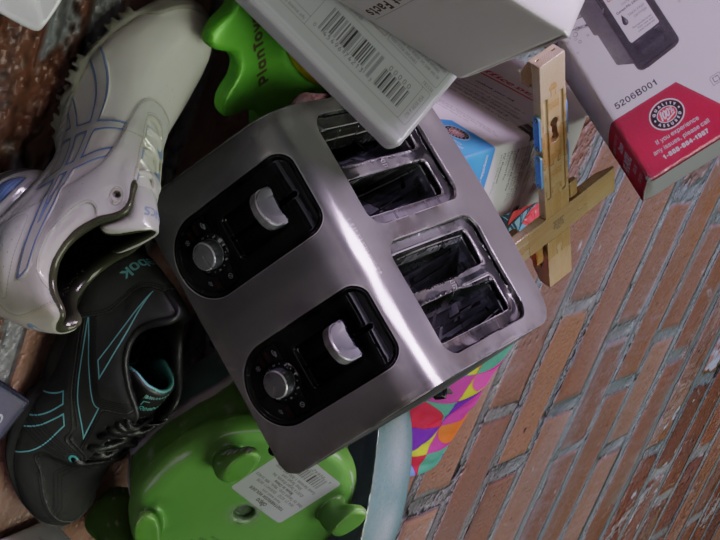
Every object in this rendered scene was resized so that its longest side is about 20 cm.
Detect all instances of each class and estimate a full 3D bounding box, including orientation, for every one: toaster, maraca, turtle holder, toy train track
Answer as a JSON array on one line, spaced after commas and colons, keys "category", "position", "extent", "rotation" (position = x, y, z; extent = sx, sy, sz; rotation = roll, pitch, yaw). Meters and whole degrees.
[{"category": "toaster", "position": [0.000, 0.000, 0.809], "extent": [0.118, 0.182, 0.200], "rotation": [-33, 173, 34]}, {"category": "maraca", "position": [-0.012, -0.159, 0.780], "extent": [0.200, 0.107, 0.138], "rotation": [-39, 140, -29]}, {"category": "turtle holder", "position": [-0.087, 0.134, 0.888], "extent": [0.140, 0.132, 0.186], "rotation": [14, 125, -23]}, {"category": "toy train track", "position": [0.121, -0.069, 0.917], "extent": [0.114, 0.032, 0.201], "rotation": [-36, 142, -22]}]

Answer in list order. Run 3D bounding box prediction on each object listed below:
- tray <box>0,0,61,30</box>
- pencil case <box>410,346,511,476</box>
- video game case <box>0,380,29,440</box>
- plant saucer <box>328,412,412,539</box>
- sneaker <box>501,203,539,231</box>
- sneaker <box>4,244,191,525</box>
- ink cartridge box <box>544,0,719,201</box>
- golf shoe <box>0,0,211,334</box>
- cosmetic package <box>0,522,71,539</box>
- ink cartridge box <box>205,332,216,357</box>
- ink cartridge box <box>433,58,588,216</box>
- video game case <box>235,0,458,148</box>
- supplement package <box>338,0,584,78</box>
[{"category": "tray", "position": [-0.136, -0.216, 0.618], "extent": [0.201, 0.022, 0.107], "rotation": [-60, 152, 4]}, {"category": "pencil case", "position": [0.053, 0.069, 1.000], "extent": [0.088, 0.088, 0.201], "rotation": [-32, 155, -39]}, {"category": "video game case", "position": [-0.270, 0.089, 0.707], "extent": [0.143, 0.019, 0.200], "rotation": [-53, 152, -10]}, {"category": "plant saucer", "position": [0.002, 0.142, 0.946], "extent": [0.038, 0.201, 0.202], "rotation": [10, 117, -12]}, {"category": "sneaker", "position": [0.100, -0.059, 1.091], "extent": [0.200, 0.079, 0.096], "rotation": [-51, 148, -47]}, {"category": "sneaker", "position": [-0.156, 0.080, 0.816], "extent": [0.075, 0.079, 0.201], "rotation": [-16, 132, -51]}, {"category": "ink cartridge box", "position": [0.196, -0.172, 0.899], "extent": [0.145, 0.201, 0.083], "rotation": [-32, 169, 6]}, {"category": "golf shoe", "position": [-0.126, -0.052, 0.718], "extent": [0.201, 0.097, 0.078], "rotation": [-55, 150, -9]}, {"category": "cosmetic package", "position": [-0.251, 0.244, 0.822], "extent": [0.199, 0.081, 0.113], "rotation": [-21, 136, -50]}, {"category": "ink cartridge box", "position": [-0.033, 0.040, 1.008], "extent": [0.199, 0.040, 0.201], "rotation": [-32, 142, -39]}, {"category": "ink cartridge box", "position": [0.077, -0.095, 0.973], "extent": [0.199, 0.116, 0.068], "rotation": [-21, 136, -47]}, {"category": "video game case", "position": [0.003, -0.198, 0.717], "extent": [0.182, 0.200, 0.023], "rotation": [-50, -165, -14]}, {"category": "supplement package", "position": [0.017, -0.200, 0.646], "extent": [0.199, 0.120, 0.122], "rotation": [28, 79, -18]}]
